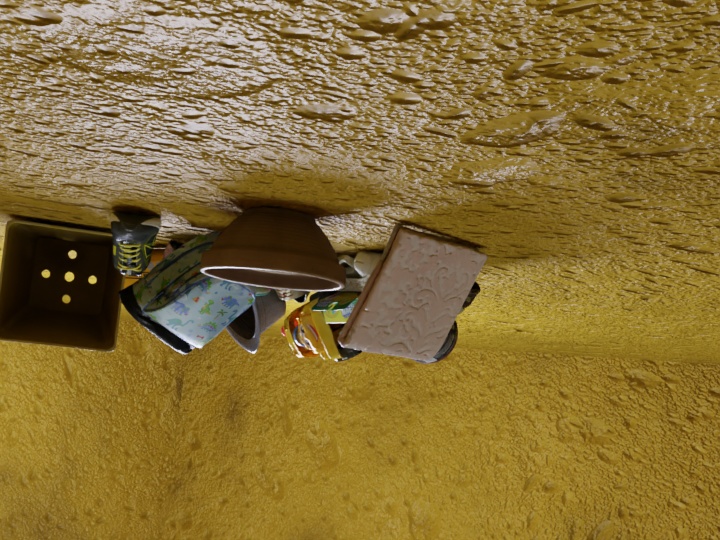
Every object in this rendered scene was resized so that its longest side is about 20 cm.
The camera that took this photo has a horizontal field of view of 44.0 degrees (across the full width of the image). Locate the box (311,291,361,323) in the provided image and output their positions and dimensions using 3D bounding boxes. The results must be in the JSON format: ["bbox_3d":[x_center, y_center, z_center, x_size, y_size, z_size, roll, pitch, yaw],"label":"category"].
[{"bbox_3d":[0.022,0.046,1.535,0.199,0.049,0.117,-19,-172,-35],"label":"box"}]

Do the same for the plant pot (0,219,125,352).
[{"bbox_3d":[-0.517,0.019,1.565,0.199,0.201,0.176,8,-176,-15],"label":"plant pot"}]

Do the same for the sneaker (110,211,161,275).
[{"bbox_3d":[-0.345,-0.037,1.371,0.074,0.085,0.200,6,172,-8],"label":"sneaker"}]

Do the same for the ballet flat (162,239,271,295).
[{"bbox_3d":[-0.244,-0.010,1.521,0.199,0.072,0.069,13,-148,8],"label":"ballet flat"}]

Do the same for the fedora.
[{"bbox_3d":[-0.205,0.054,1.688,0.090,0.178,0.200,-20,-148,-31],"label":"fedora"}]

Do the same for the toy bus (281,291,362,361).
[{"bbox_3d":[-0.076,0.103,1.669,0.191,0.136,0.200,-19,-176,28],"label":"toy bus"}]

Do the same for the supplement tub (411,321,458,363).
[{"bbox_3d":[0.086,0.084,1.439,0.106,0.108,0.200,2,166,21],"label":"supplement tub"}]

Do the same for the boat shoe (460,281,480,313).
[{"bbox_3d":[0.138,0.003,1.425,0.075,0.075,0.202,-35,150,9],"label":"boat shoe"}]

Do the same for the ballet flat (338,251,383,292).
[{"bbox_3d":[0.000,0.000,1.473,0.071,0.072,0.200,11,168,-33],"label":"ballet flat"}]

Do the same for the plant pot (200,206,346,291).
[{"bbox_3d":[-0.115,-0.031,1.225,0.199,0.093,0.201,7,172,1],"label":"plant pot"}]

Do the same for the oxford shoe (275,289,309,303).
[{"bbox_3d":[-0.129,0.016,1.613,0.070,0.074,0.200,4,171,22],"label":"oxford shoe"}]

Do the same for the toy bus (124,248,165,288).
[{"bbox_3d":[-0.356,0.003,1.634,0.199,0.079,0.065,1,-162,30],"label":"toy bus"}]

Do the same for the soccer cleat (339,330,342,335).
[{"bbox_3d":[0.024,0.098,1.557,0.085,0.069,0.200,-5,-172,17],"label":"soccer cleat"}]

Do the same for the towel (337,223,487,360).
[{"bbox_3d":[0.077,0.037,1.281,0.199,0.192,0.032,14,-163,-45],"label":"towel"}]

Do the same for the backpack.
[{"bbox_3d":[-0.258,0.033,1.431,0.163,0.200,0.154,45,179,-39],"label":"backpack"}]
